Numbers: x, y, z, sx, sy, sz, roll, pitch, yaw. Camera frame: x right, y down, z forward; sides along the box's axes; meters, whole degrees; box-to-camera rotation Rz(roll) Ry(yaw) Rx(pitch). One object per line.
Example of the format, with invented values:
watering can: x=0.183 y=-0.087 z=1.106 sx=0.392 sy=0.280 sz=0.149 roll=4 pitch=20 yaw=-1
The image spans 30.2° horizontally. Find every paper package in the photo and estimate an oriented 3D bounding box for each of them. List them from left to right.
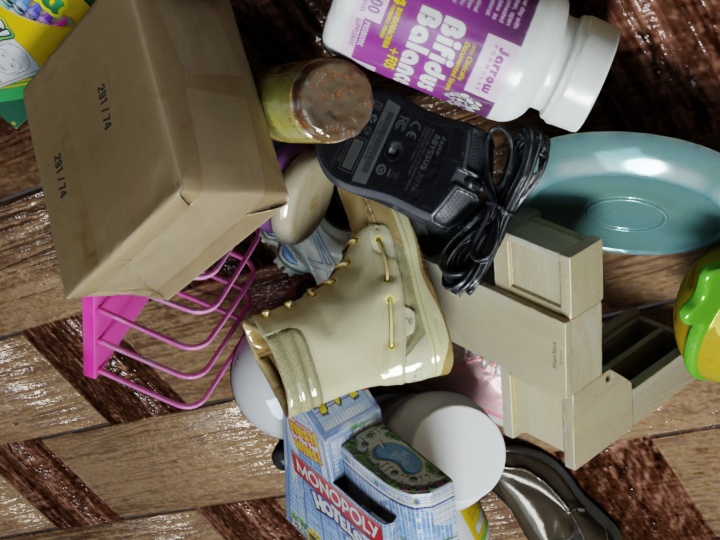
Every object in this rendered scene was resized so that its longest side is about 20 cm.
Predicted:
paper package: x=-0.168 y=-0.101 z=1.050 sx=0.103 sy=0.200 sz=0.191 roll=1 pitch=153 yaw=-43

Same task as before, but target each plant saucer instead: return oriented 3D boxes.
plant saucer: x=0.211 y=-0.053 z=1.051 sx=0.200 sy=0.027 sz=0.200 roll=8 pitch=161 yaw=3

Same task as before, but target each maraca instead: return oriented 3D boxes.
maraca: x=0.306 y=0.024 z=1.066 sx=0.107 sy=0.137 sz=0.200 roll=39 pitch=175 yaw=32

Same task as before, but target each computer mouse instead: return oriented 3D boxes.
computer mouse: x=0.050 y=-0.075 z=1.047 sx=0.200 sy=0.139 sz=0.053 roll=31 pitch=-174 yaw=32

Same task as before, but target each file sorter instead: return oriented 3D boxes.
file sorter: x=-0.172 y=0.011 z=1.245 sx=0.125 sy=0.139 sz=0.200 roll=21 pitch=138 yaw=8

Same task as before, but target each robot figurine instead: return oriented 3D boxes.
robot figurine: x=-0.059 y=0.099 z=1.270 sx=0.150 sy=0.125 sz=0.200 roll=59 pitch=176 yaw=1

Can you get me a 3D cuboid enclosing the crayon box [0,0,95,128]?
crayon box: x=-0.315 y=-0.237 z=1.115 sx=0.200 sy=0.058 sz=0.172 roll=41 pitch=135 yaw=-20

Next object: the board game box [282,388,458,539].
board game box: x=-0.001 y=0.177 z=1.129 sx=0.200 sy=0.062 sz=0.200 roll=34 pitch=142 yaw=46

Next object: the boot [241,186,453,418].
boot: x=-0.026 y=0.013 z=1.100 sx=0.155 sy=0.200 sz=0.073 roll=-16 pitch=163 yaw=-13

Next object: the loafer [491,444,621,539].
loafer: x=0.199 y=0.256 z=1.401 sx=0.200 sy=0.071 sz=0.073 roll=39 pitch=135 yaw=-18

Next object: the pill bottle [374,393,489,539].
pill bottle: x=0.055 y=0.226 z=1.400 sx=0.111 sy=0.111 sz=0.200 roll=-5 pitch=131 yaw=27

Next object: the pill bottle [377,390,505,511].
pill bottle: x=0.063 y=0.164 z=1.211 sx=0.109 sy=0.109 sz=0.200 roll=29 pitch=169 yaw=-8

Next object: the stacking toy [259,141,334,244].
stacking toy: x=-0.125 y=-0.094 z=1.161 sx=0.200 sy=0.085 sz=0.085 roll=22 pitch=140 yaw=20

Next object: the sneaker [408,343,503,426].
sneaker: x=0.130 y=0.086 z=1.250 sx=0.200 sy=0.075 sz=0.105 roll=16 pitch=143 yaw=13

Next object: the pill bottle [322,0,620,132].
pill bottle: x=0.082 y=-0.176 z=0.975 sx=0.200 sy=0.112 sz=0.112 roll=22 pitch=138 yaw=0

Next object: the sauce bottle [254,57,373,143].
sauce bottle: x=-0.054 y=-0.132 z=1.050 sx=0.066 sy=0.066 sz=0.200 roll=43 pitch=168 yaw=-22

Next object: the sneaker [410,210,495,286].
sneaker: x=0.071 y=-0.045 z=1.160 sx=0.082 sy=0.073 sz=0.200 roll=-21 pitch=121 yaw=-9

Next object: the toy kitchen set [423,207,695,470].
toy kitchen set: x=0.170 y=0.019 z=1.131 sx=0.163 sy=0.180 sz=0.200 roll=25 pitch=132 yaw=42

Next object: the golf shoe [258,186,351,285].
golf shoe: x=0.000 y=0.000 z=1.194 sx=0.200 sy=0.078 sz=0.097 roll=47 pitch=123 yaw=-2
